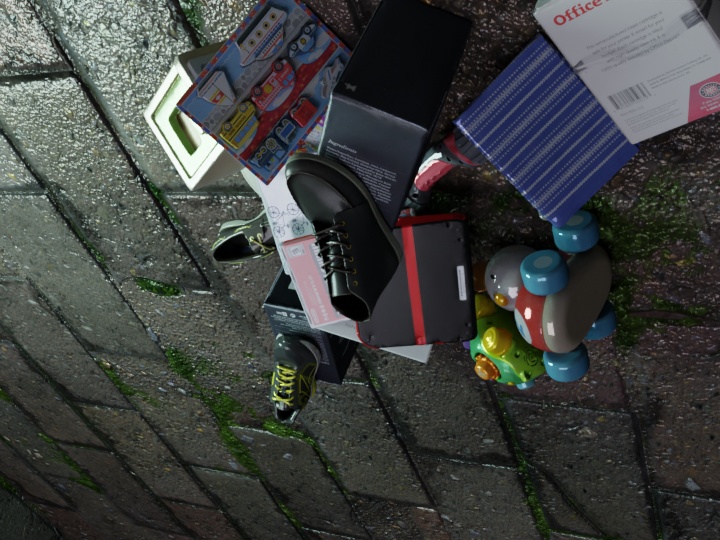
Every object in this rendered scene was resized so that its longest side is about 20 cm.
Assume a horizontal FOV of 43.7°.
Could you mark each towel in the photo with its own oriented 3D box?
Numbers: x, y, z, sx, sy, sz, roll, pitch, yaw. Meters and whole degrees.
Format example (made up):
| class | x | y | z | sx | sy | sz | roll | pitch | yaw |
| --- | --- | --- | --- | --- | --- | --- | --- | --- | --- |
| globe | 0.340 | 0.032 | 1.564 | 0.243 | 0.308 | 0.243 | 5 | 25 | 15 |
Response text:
| class | x | y | z | sx | sy | sz | roll | pitch | yaw |
| --- | --- | --- | --- | --- | --- | --- | --- | --- | --- |
| towel | 0.224 | -0.161 | 1.065 | 0.200 | 0.024 | 0.145 | 41 | 100 | -21 |

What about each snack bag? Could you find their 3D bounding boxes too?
| class | x | y | z | sx | sy | sz | roll | pitch | yaw |
| --- | --- | --- | --- | --- | --- | --- | --- | --- | --- |
| snack bag | -0.039 | -0.081 | 1.267 | 0.198 | 0.021 | 0.190 | -3 | 120 | 18 |

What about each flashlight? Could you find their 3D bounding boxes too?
| class | x | y | z | sx | sy | sz | roll | pitch | yaw |
| --- | --- | --- | --- | --- | --- | --- | --- | --- | --- |
| flashlight | 0.110 | -0.135 | 1.195 | 0.068 | 0.068 | 0.200 | 32 | 142 | -13 |

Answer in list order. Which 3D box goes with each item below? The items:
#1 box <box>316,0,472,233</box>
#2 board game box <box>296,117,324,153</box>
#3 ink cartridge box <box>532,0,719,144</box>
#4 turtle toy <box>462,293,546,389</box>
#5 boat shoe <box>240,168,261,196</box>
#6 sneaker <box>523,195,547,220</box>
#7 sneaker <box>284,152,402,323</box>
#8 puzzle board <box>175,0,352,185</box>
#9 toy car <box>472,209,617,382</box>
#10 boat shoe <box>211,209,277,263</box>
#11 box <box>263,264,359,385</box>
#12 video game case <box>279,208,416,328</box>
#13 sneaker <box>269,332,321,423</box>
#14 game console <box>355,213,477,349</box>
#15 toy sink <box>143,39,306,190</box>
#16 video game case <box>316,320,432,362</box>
| class | x | y | z | sx | sy | sz | roll | pitch | yaw |
| --- | --- | --- | --- | --- | --- | --- | --- | --- | --- |
| box | 0.032 | -0.182 | 1.068 | 0.116 | 0.198 | 0.201 | 21 | 144 | 3 |
| board game box | -0.056 | -0.189 | 1.250 | 0.200 | 0.034 | 0.134 | 41 | 141 | -21 |
| ink cartridge box | 0.298 | -0.247 | 0.929 | 0.146 | 0.083 | 0.200 | -19 | 127 | 44 |
| turtle toy | 0.212 | 0.102 | 1.352 | 0.145 | 0.201 | 0.102 | 18 | 119 | -26 |
| boat shoe | -0.098 | -0.122 | 1.333 | 0.200 | 0.062 | 0.075 | 42 | 151 | -14 |
| sneaker | 0.217 | -0.143 | 1.108 | 0.077 | 0.082 | 0.200 | -7 | 134 | 36 |
| sneaker | -0.025 | -0.036 | 1.024 | 0.074 | 0.107 | 0.200 | -14 | 131 | 39 |
| puzzle board | -0.108 | -0.230 | 1.108 | 0.150 | 0.201 | 0.017 | 40 | 174 | -22 |
| toy car | 0.232 | 0.026 | 1.256 | 0.199 | 0.177 | 0.185 | 9 | 133 | 40 |
| boat shoe | -0.164 | -0.052 | 1.462 | 0.200 | 0.061 | 0.072 | -13 | 131 | 40 |
| box | -0.068 | 0.070 | 1.486 | 0.103 | 0.149 | 0.201 | 11 | 142 | 18 |
| video game case | 0.000 | 0.000 | 1.279 | 0.198 | 0.017 | 0.144 | -14 | 116 | 13 |
| sneaker | -0.108 | 0.179 | 1.450 | 0.074 | 0.085 | 0.201 | 14 | 144 | 14 |
| game console | 0.070 | 0.018 | 1.258 | 0.175 | 0.031 | 0.202 | -6 | 118 | 6 |
| toy sink | -0.184 | -0.217 | 1.179 | 0.131 | 0.112 | 0.200 | 57 | 139 | 3 |
| video game case | 0.042 | 0.015 | 1.333 | 0.180 | 0.202 | 0.023 | 17 | -174 | 3 |
